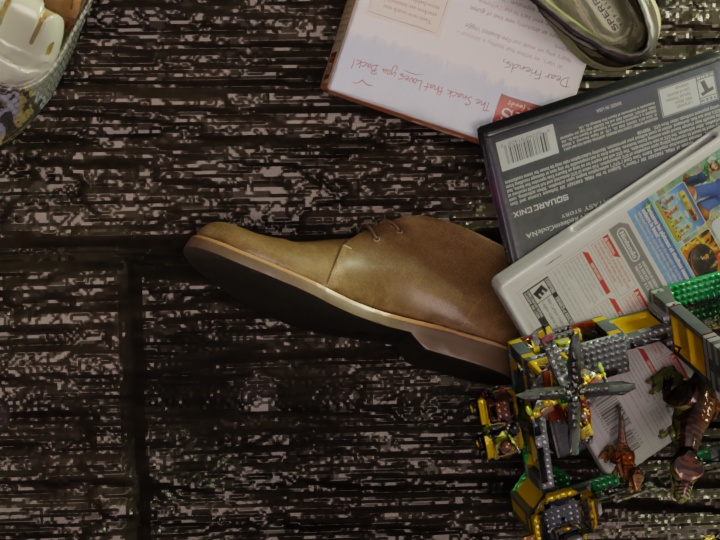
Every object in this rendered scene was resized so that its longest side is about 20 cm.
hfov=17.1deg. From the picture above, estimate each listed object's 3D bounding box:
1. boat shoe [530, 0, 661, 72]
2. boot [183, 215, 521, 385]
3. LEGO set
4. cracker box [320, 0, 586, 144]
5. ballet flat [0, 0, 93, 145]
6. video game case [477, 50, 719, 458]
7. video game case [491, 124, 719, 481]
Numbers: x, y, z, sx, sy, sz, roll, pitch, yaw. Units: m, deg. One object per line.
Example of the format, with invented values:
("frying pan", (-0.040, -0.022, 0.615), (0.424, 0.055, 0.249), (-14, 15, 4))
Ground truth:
("boat shoe", (0.090, -0.187, 1.263), (0.072, 0.066, 0.201), (-42, 98, -2))
("boot", (0.000, 0.000, 1.334), (0.199, 0.074, 0.076), (18, 78, -14))
("LEGO set", (0.170, 0.087, 1.276), (0.199, 0.116, 0.154), (-7, 110, -14))
("cracker box", (0.071, -0.174, 1.325), (0.133, 0.058, 0.201), (18, 92, -8))
("ballet flat", (-0.173, -0.159, 1.296), (0.072, 0.072, 0.201), (27, 92, -7))
("video game case", (0.153, -0.007, 1.333), (0.142, 0.019, 0.201), (-19, 113, -10))
("video game case", (0.188, 0.007, 1.329), (0.200, 0.018, 0.143), (-34, 114, -4))
